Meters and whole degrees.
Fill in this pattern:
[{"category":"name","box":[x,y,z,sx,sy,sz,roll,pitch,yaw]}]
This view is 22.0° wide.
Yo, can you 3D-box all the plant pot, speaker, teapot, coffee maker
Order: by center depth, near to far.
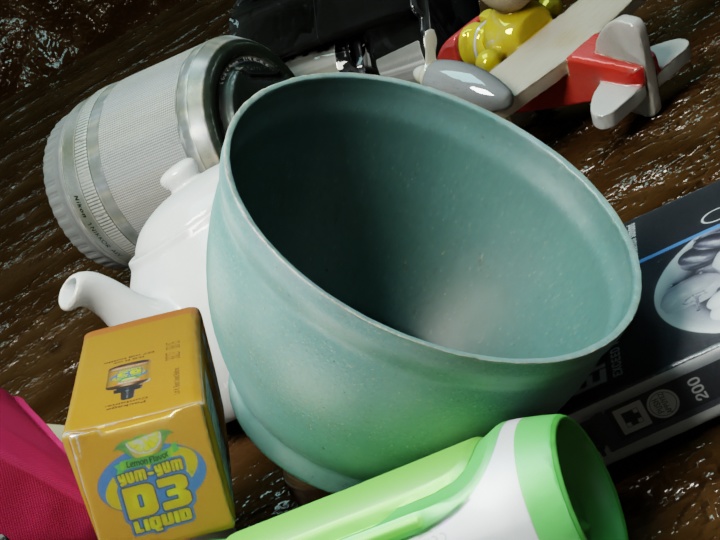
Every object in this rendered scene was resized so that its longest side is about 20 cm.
[{"category":"speaker","box":[0.010,0.130,0.792,0.199,0.089,0.089,-24,18,21]},{"category":"plant pot","box":[0.012,0.020,0.863,0.135,0.200,0.200,-65,-6,36]},{"category":"teapot","box":[-0.072,-0.009,1.169,0.197,0.146,0.200,-34,7,2]},{"category":"coffee maker","box":[-0.008,-0.217,1.609,0.199,0.193,0.135,-18,5,30]}]

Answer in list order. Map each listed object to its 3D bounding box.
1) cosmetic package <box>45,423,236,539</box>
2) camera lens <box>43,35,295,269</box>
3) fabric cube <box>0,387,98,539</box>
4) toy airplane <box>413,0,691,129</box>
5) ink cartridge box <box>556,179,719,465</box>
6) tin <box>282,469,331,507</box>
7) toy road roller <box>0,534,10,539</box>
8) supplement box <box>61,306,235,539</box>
[{"category":"cosmetic package","box":[-0.169,0.147,1.061,0.103,0.073,0.200,-40,21,-29]},{"category":"camera lens","box":[-0.145,-0.096,1.544,0.199,0.160,0.160,-18,21,35]},{"category":"fabric cube","box":[-0.273,0.130,0.919,0.201,0.199,0.196,-57,32,-3]},{"category":"toy airplane","box":[0.131,-0.164,1.311,0.198,0.142,0.200,-25,18,16]},{"category":"ink cartridge box","box":[0.143,0.027,0.932,0.199,0.044,0.198,-28,17,15]},{"category":"tin","box":[0.017,0.074,1.011,0.112,0.042,0.200,-24,18,15]},{"category":"toy road roller","box":[-0.158,0.222,0.770,0.146,0.123,0.200,-44,16,5]},{"category":"supplement box","box":[-0.102,0.074,0.906,0.066,0.069,0.200,-14,10,-2]}]
